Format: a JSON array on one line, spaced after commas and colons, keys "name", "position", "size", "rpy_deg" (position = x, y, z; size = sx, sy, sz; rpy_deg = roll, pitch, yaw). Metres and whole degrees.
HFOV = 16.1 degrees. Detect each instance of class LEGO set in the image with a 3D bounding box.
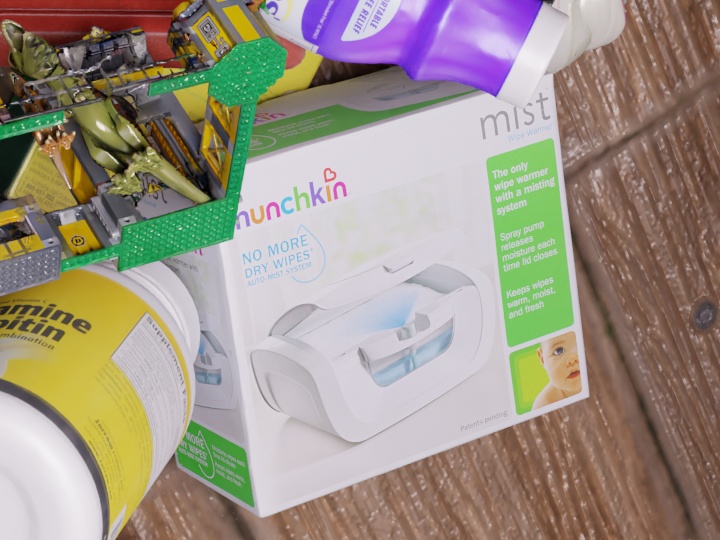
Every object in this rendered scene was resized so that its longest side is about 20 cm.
[{"name": "LEGO set", "position": [-0.137, -0.075, 1.094], "size": [0.200, 0.116, 0.154], "rpy_deg": [-22, 145, -18]}]

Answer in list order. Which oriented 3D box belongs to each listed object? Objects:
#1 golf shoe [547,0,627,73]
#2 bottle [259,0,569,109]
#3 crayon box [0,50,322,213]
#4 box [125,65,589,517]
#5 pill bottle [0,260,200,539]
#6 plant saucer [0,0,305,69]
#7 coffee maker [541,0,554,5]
[{"name": "golf shoe", "position": [0.067, -0.184, 1.333], "size": [0.091, 0.075, 0.200], "rpy_deg": [-38, 117, -15]}, {"name": "bottle", "position": [-0.006, -0.136, 1.122], "size": [0.200, 0.065, 0.084], "rpy_deg": [27, 112, -2]}, {"name": "crayon box", "position": [-0.091, -0.102, 1.268], "size": [0.127, 0.051, 0.200], "rpy_deg": [30, 86, -33]}, {"name": "box", "position": [0.000, 0.000, 1.261], "size": [0.200, 0.097, 0.177], "rpy_deg": [-17, 111, -28]}, {"name": "pill bottle", "position": [-0.137, 0.063, 1.112], "size": [0.112, 0.200, 0.112], "rpy_deg": [5, 114, 12]}, {"name": "plant saucer", "position": [-0.126, -0.190, 1.173], "size": [0.199, 0.037, 0.200], "rpy_deg": [1, 103, 5]}, {"name": "coffee maker", "position": [0.034, -0.234, 1.225], "size": [0.134, 0.192, 0.201], "rpy_deg": [6, 103, -13]}]
